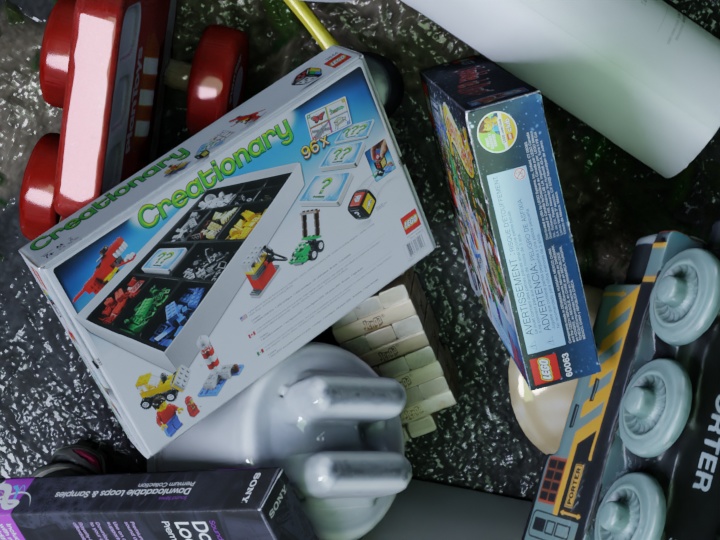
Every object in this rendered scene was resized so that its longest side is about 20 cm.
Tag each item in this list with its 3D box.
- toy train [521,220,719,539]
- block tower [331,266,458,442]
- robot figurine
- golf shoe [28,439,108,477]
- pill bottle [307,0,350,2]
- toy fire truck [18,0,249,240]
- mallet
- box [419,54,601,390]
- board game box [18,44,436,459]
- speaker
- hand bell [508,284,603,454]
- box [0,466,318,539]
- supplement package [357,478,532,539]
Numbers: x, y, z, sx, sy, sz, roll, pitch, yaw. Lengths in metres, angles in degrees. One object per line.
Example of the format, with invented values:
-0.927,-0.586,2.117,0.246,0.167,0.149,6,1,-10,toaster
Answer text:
0.143,0.072,0.661,0.084,0.114,0.202,20,81,-23,toy train
0.000,0.000,0.823,0.053,0.058,0.202,-21,104,11,block tower
-0.052,0.108,0.804,0.112,0.199,0.172,9,72,-34,robot figurine
-0.132,0.194,0.874,0.199,0.088,0.078,32,109,-4,golf shoe
-0.032,-0.246,0.711,0.111,0.112,0.203,7,96,4,pill bottle
-0.138,-0.061,0.761,0.111,0.168,0.202,13,106,2,toy fire truck
-0.047,-0.162,0.776,0.041,0.066,0.200,-39,98,11,mallet
0.074,-0.035,0.729,0.037,0.200,0.138,-15,104,0,box
-0.061,-0.011,0.718,0.199,0.035,0.127,-35,123,-18,board game box
0.113,-0.136,0.759,0.199,0.081,0.082,33,106,-5,speaker
0.178,0.062,0.735,0.103,0.199,0.106,-1,91,-30,hand bell
-0.104,0.173,0.764,0.198,0.036,0.144,-8,124,28,box
0.086,0.214,0.841,0.197,0.117,0.118,11,107,1,supplement package
